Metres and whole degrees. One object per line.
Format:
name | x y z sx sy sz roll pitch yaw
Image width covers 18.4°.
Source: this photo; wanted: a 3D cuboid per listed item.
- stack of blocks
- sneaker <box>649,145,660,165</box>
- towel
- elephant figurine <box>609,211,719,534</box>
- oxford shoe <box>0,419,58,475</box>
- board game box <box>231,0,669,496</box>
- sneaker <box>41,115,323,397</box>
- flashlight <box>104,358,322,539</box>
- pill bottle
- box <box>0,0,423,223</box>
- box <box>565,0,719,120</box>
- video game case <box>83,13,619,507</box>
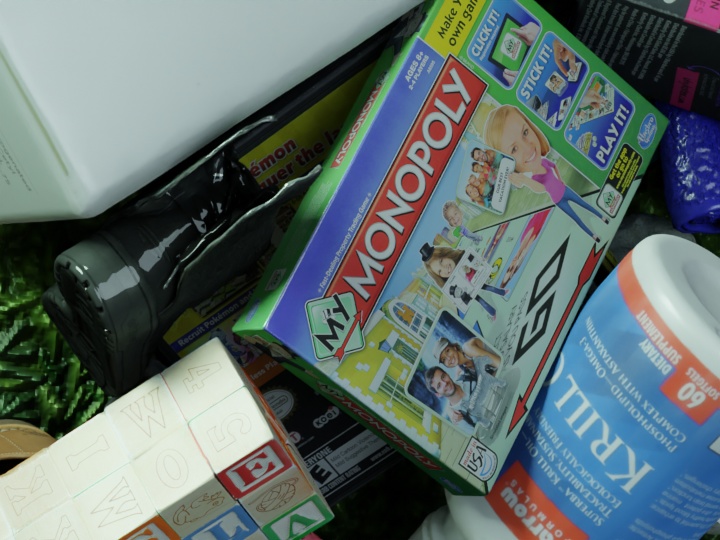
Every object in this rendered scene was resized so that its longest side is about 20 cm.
stack of blocks | -0.114 0.127 0.960 0.199 0.059 0.115 -33 148 -1
sneaker | 0.065 -0.088 1.127 0.199 0.066 0.079 29 73 -23
towel | 0.203 -0.112 1.171 0.147 0.049 0.202 7 70 -48
elephant figurine | 0.189 0.060 1.110 0.155 0.199 0.142 -50 140 -15
oxford shoe | -0.212 0.111 0.971 0.199 0.071 0.072 -19 101 -26
board game box | 0.044 -0.022 0.971 0.134 0.029 0.201 37 68 -26
sneaker | -0.080 -0.006 0.967 0.104 0.200 0.060 -36 86 -14
flashlight | -0.039 0.123 1.056 0.200 0.068 0.068 43 86 -7
pill bottle | 0.109 0.090 1.016 0.112 0.113 0.200 28 114 -27
box | -0.118 -0.151 0.962 0.199 0.171 0.201 -35 106 -25
box | 0.209 -0.138 1.071 0.199 0.106 0.123 18 74 1
video game case | 0.000 0.000 1.051 0.199 0.026 0.181 -34 112 16
